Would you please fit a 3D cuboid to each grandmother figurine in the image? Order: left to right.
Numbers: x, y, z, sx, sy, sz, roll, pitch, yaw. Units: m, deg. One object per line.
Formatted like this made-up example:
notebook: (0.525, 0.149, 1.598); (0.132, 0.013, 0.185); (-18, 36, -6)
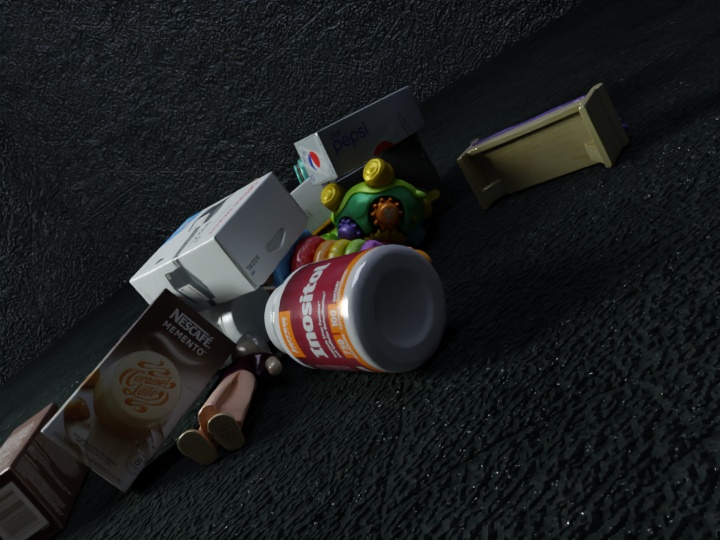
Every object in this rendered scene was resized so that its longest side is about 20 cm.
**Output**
grandmother figurine: (-0.141, 0.131, 0.718); (0.120, 0.061, 0.200); (-21, 19, 10)

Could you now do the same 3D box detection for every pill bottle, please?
pill bottle: (-0.212, 0.086, 0.895); (0.198, 0.112, 0.111); (-21, 19, 38)
pill bottle: (-0.017, 0.043, 0.620); (0.113, 0.114, 0.199); (-42, 16, -31)

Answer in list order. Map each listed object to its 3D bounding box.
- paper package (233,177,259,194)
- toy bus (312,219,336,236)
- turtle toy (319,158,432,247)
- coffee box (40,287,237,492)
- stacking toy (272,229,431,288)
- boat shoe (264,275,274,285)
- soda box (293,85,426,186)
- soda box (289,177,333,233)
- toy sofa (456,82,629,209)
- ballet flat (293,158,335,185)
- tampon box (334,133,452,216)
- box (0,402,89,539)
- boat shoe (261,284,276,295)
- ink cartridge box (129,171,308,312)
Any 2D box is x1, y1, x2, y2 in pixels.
paper package: (-0.216, -0.057, 1.208); (0.198, 0.105, 0.190); (-29, -25, 13)
toy bus: (-0.046, -0.053, 1.045); (0.065, 0.079, 0.200); (-38, 15, -1)
turtle toy: (0.010, -0.060, 0.880); (0.198, 0.145, 0.102); (-25, 56, 28)
coffee box: (-0.255, 0.135, 0.729); (0.201, 0.114, 0.080); (-55, 12, -21)
stacking toy: (0.000, 0.000, 0.780); (0.197, 0.117, 0.110); (-10, 27, 31)
boat shoe: (-0.219, 0.033, 1.152); (0.200, 0.073, 0.072); (-42, 16, -30)
soda box: (0.004, -0.196, 0.895); (0.199, 0.069, 0.063); (-36, 16, -35)
soda box: (-0.121, -0.063, 0.960); (0.199, 0.068, 0.064); (-39, 9, 12)
toy sofa: (0.232, -0.160, 0.795); (0.199, 0.083, 0.098); (-17, 23, 48)
ballet flat: (-0.068, -0.140, 1.065); (0.069, 0.068, 0.200); (-19, -13, -5)
tampon box: (0.053, -0.148, 1.044); (0.148, 0.127, 0.200); (-29, 16, 11)
box: (-0.416, 0.261, 0.796); (0.074, 0.101, 0.200); (-33, 14, -4)
boat shoe: (-0.155, 0.053, 0.964); (0.199, 0.072, 0.065); (-26, 19, 46)
ink cartridge box: (-0.184, -0.027, 0.806); (0.198, 0.084, 0.146); (-19, 28, 40)
